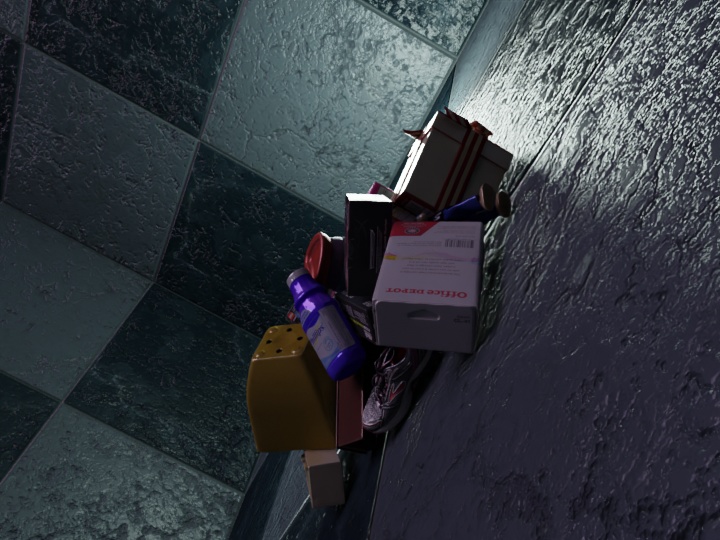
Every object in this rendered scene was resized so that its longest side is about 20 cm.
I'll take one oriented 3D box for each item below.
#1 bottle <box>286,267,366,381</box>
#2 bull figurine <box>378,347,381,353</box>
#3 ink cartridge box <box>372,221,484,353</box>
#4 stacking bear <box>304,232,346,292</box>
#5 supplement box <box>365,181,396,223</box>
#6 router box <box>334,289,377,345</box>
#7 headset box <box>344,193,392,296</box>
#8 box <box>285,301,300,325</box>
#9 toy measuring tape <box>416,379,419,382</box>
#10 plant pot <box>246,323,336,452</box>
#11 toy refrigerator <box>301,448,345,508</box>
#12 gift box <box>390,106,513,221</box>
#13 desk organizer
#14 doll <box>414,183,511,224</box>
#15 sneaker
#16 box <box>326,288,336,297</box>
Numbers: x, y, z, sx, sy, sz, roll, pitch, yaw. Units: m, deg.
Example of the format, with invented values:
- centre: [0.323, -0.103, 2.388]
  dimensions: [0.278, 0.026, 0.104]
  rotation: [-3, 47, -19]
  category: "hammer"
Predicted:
- centre: [-0.065, 0.089, 1.153]
  dimensions: [0.064, 0.203, 0.084]
  rotation: [-14, -27, -38]
  category: "bottle"
- centre: [0.066, 0.095, 1.305]
  dimensions: [0.202, 0.118, 0.066]
  rotation: [-59, -41, -32]
  category: "bull figurine"
- centre: [0.103, 0.016, 0.951]
  dimensions: [0.202, 0.142, 0.088]
  rotation: [-71, -21, -50]
  category: "ink cartridge box"
- centre: [0.000, 0.000, 1.270]
  dimensions: [0.124, 0.194, 0.115]
  rotation: [-97, 26, -42]
  category: "stacking bear"
- centre: [0.085, -0.076, 1.320]
  dimensions: [0.106, 0.196, 0.101]
  rotation: [-63, 6, -17]
  category: "supplement box"
- centre: [0.051, 0.056, 1.140]
  dimensions: [0.146, 0.064, 0.199]
  rotation: [-22, 11, -15]
  category: "router box"
- centre: [0.011, -0.046, 1.097]
  dimensions: [0.200, 0.072, 0.154]
  rotation: [-108, 19, -81]
  category: "headset box"
- centre: [-0.095, 0.089, 1.479]
  dimensions: [0.139, 0.037, 0.201]
  rotation: [-58, -20, -16]
  category: "box"
- centre: [0.079, 0.123, 1.158]
  dimensions: [0.075, 0.072, 0.201]
  rotation: [-61, 6, 23]
  category: "toy measuring tape"
- centre: [-0.130, 0.224, 1.354]
  dimensions: [0.196, 0.189, 0.205]
  rotation: [-67, -36, -58]
  category: "plant pot"
- centre: [-0.077, 0.393, 1.281]
  dimensions: [0.200, 0.067, 0.079]
  rotation: [159, 105, -82]
  category: "toy refrigerator"
- centre: [0.151, -0.175, 1.202]
  dimensions: [0.191, 0.196, 0.184]
  rotation: [-63, 10, -14]
  category: "gift box"
- centre: [0.006, 0.212, 1.174]
  dimensions: [0.076, 0.070, 0.206]
  rotation: [-30, 51, 45]
  category: "desk organizer"
- centre: [0.154, -0.077, 1.082]
  dimensions: [0.198, 0.134, 0.050]
  rotation: [-23, 58, 48]
  category: "doll"
- centre: [0.049, 0.171, 1.057]
  dimensions: [0.081, 0.073, 0.204]
  rotation: [47, 117, 47]
  category: "sneaker"
- centre: [0.003, 0.073, 1.471]
  dimensions: [0.135, 0.113, 0.199]
  rotation: [-63, -22, 4]
  category: "box"
